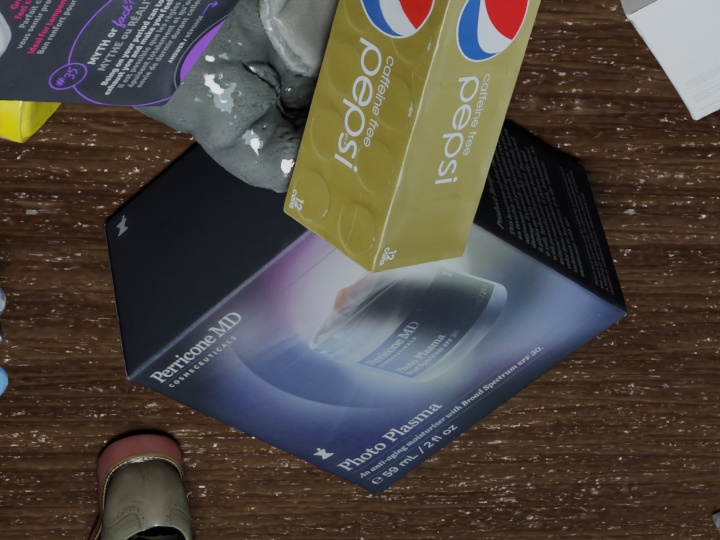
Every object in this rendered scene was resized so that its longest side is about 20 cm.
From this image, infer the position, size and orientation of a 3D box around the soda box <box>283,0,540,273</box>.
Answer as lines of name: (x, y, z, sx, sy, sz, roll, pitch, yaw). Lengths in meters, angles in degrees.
soda box: (0.030, -0.102, 1.135, 0.064, 0.068, 0.200, -11, 126, -43)

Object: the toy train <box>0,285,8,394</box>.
toy train: (-0.279, 0.059, 1.365, 0.114, 0.087, 0.200, 15, 137, -40)

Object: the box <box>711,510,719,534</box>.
box: (0.364, 0.192, 1.681, 0.200, 0.115, 0.132, -31, 138, 19)

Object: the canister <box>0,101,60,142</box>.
canister: (-0.226, -0.123, 1.083, 0.200, 0.149, 0.087, 14, 105, 0)

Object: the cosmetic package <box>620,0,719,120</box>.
cosmetic package: (0.135, -0.171, 1.127, 0.051, 0.200, 0.083, -27, 139, 17)

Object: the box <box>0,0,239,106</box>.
box: (-0.144, -0.141, 0.929, 0.200, 0.106, 0.122, -1, 141, -43)

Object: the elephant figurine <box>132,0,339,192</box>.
elephant figurine: (-0.024, -0.151, 1.188, 0.141, 0.155, 0.200, 41, 114, 5)

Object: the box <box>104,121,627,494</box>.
box: (0.000, 0.000, 1.354, 0.198, 0.123, 0.200, 28, 125, -37)

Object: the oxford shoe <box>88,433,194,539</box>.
oxford shoe: (-0.137, 0.191, 1.573, 0.070, 0.075, 0.200, -9, 140, -5)
